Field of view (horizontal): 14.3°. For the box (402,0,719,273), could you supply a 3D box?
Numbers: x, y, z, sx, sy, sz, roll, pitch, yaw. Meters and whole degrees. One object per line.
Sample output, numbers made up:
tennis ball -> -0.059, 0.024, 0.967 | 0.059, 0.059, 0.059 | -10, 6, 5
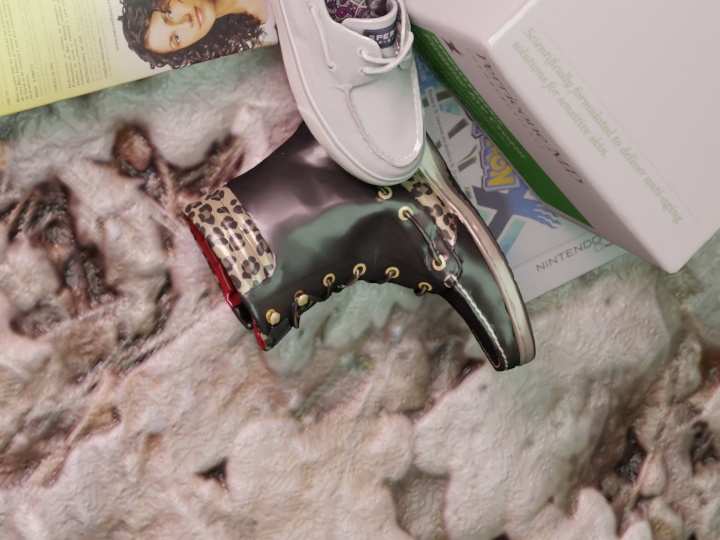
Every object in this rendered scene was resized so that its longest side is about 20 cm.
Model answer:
box -> 0.157, -0.147, 1.670 | 0.200, 0.171, 0.199 | -46, 118, -7

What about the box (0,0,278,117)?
box -> -0.149, -0.142, 1.623 | 0.199, 0.050, 0.076 | -18, 110, -19

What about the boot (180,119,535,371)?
boot -> 0.000, 0.000, 1.703 | 0.150, 0.073, 0.201 | -33, 97, -11

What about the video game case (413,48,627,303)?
video game case -> 0.121, -0.092, 1.779 | 0.181, 0.022, 0.201 | -26, 113, -17

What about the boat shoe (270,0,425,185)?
boat shoe -> -0.002, -0.140, 1.626 | 0.072, 0.068, 0.201 | -24, 106, -28
